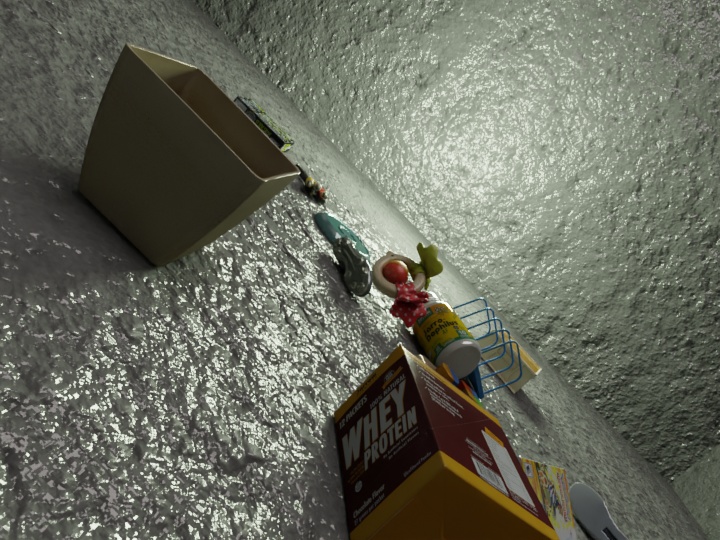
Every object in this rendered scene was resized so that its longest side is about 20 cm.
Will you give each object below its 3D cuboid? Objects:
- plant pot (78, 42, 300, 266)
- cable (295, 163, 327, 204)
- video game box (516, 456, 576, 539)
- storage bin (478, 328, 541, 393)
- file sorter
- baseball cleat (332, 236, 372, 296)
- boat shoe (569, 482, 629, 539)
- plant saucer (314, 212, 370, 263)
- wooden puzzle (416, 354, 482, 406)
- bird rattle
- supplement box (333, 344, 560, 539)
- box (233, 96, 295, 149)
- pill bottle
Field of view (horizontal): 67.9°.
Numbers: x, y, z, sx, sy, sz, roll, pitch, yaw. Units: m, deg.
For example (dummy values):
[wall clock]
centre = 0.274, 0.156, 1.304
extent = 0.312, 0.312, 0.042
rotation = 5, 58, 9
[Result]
[plant pot]
centre = -0.219, -0.124, 0.668
extent = 0.200, 0.177, 0.200
rotation = 43, 14, -4
[cable]
centre = -0.141, -0.263, 1.585
extent = 0.097, 0.050, 0.201
rotation = 36, 17, -34
[video game box]
centre = 0.243, 0.363, 0.709
extent = 0.181, 0.046, 0.205
rotation = 32, 49, -49
[storage bin]
centre = 0.478, 0.283, 1.736
extent = 0.199, 0.094, 0.199
rotation = 50, 15, 19
[file sorter]
centre = 0.303, 0.184, 1.334
extent = 0.201, 0.120, 0.141
rotation = -112, -177, -58
[baseball cleat]
centre = 0.000, 0.000, 1.199
extent = 0.106, 0.069, 0.202
rotation = 42, 16, -39
[boat shoe]
centre = 0.520, 0.556, 1.144
extent = 0.201, 0.070, 0.071
rotation = 53, -12, 43
[plant saucer]
centre = -0.041, -0.088, 1.424
extent = 0.200, 0.027, 0.201
rotation = 43, 14, -13
[wooden puzzle]
centre = 0.201, 0.263, 1.066
extent = 0.199, 0.046, 0.186
rotation = 40, 15, -21
[bird rattle]
centre = 0.099, 0.028, 1.233
extent = 0.160, 0.201, 0.114
rotation = 23, -36, 17
[supplement box]
centre = 0.089, 0.236, 0.624
extent = 0.196, 0.133, 0.201
rotation = 38, 15, -22
[box]
centre = -0.305, -0.459, 1.689
extent = 0.200, 0.044, 0.160
rotation = 44, 13, -7
[pill bottle]
centre = 0.186, 0.143, 1.232
extent = 0.112, 0.113, 0.201
rotation = 33, 18, -37
